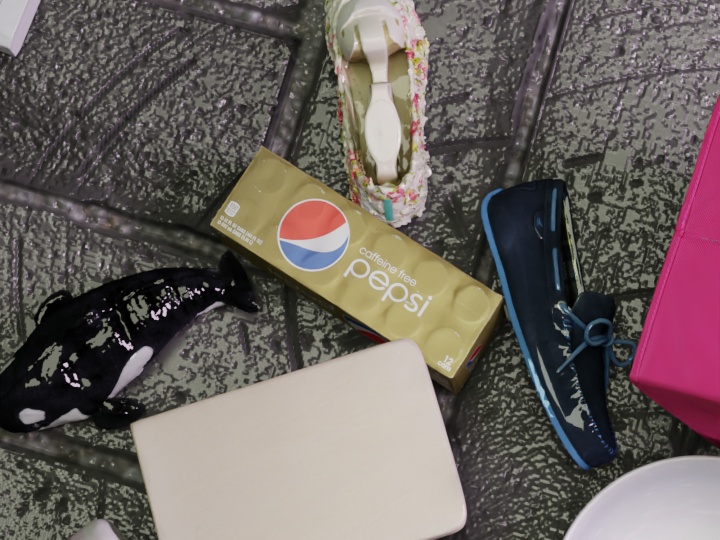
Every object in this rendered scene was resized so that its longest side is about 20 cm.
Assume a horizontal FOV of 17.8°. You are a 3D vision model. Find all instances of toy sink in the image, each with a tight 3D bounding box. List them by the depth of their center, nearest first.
[{"bbox_3d":[-0.032,0.140,1.511,0.198,0.112,0.131,-18,76,6],"label":"toy sink"}]

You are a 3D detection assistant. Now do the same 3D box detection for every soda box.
[{"bbox_3d":[0.000,0.000,1.563,0.199,0.064,0.068,32,82,11],"label":"soda box"}]

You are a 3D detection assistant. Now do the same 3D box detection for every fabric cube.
[{"bbox_3d":[0.315,0.024,1.425,0.198,0.196,0.202,12,78,34],"label":"fabric cube"}]

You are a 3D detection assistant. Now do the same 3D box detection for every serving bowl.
[{"bbox_3d":[0.220,0.224,1.489,0.198,0.066,0.202,-1,77,5],"label":"serving bowl"}]

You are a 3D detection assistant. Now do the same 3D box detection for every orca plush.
[{"bbox_3d":[-0.167,0.048,1.565,0.198,0.071,0.106,-16,76,2],"label":"orca plush"}]

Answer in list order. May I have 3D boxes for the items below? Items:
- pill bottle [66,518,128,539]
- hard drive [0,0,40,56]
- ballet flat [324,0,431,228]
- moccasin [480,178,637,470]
[{"bbox_3d":[-0.212,0.265,1.500,0.200,0.112,0.112,-40,77,-4],"label":"pill bottle"},{"bbox_3d":[-0.317,-0.249,1.670,0.198,0.027,0.133,19,80,10],"label":"hard drive"},{"bbox_3d":[0.015,-0.130,1.591,0.075,0.064,0.202,-10,76,2],"label":"ballet flat"},{"bbox_3d":[0.138,0.030,1.532,0.068,0.080,0.202,-21,77,12],"label":"moccasin"}]
